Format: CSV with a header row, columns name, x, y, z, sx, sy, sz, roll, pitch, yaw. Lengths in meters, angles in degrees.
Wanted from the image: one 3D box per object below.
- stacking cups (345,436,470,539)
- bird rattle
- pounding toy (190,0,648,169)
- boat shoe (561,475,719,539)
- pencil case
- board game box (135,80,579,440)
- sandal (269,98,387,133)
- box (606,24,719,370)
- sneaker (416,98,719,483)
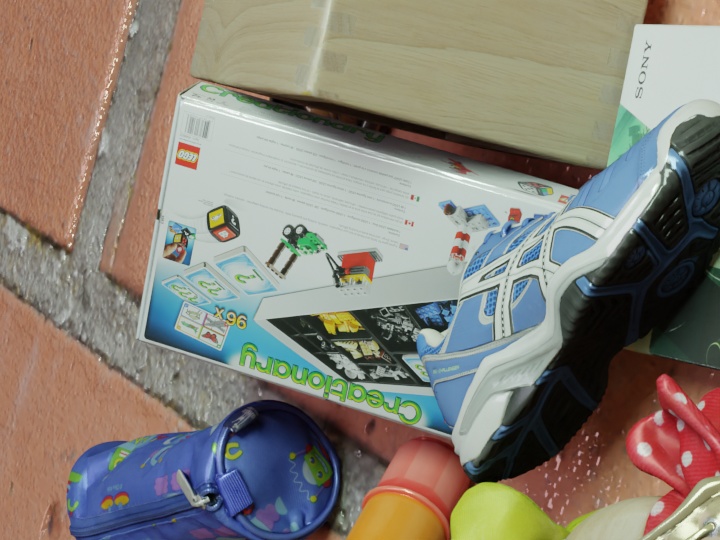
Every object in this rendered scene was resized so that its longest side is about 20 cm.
name,x,y,z,sx,sy,sz,roll,pitch,yaw
stacking cups,-0.004,0.160,0.914,0.060,0.060,0.201,-38,15,43
bird rattle,0.127,0.140,0.814,0.199,0.112,0.165,-26,71,34
pounding toy,0.009,-0.144,0.936,0.200,0.183,0.144,20,97,65
boat shoe,0.087,0.135,0.746,0.199,0.075,0.069,-29,81,25
pencil case,-0.096,0.124,1.112,0.199,0.086,0.079,-19,88,52
board game box,0.000,0.000,0.922,0.035,0.198,0.127,-50,-25,-66
sandal,-0.027,-0.087,1.096,0.082,0.054,0.202,37,111,52
box,0.175,-0.027,0.809,0.199,0.036,0.146,11,90,56
sneaker,0.085,0.000,0.828,0.200,0.075,0.077,-54,55,30
